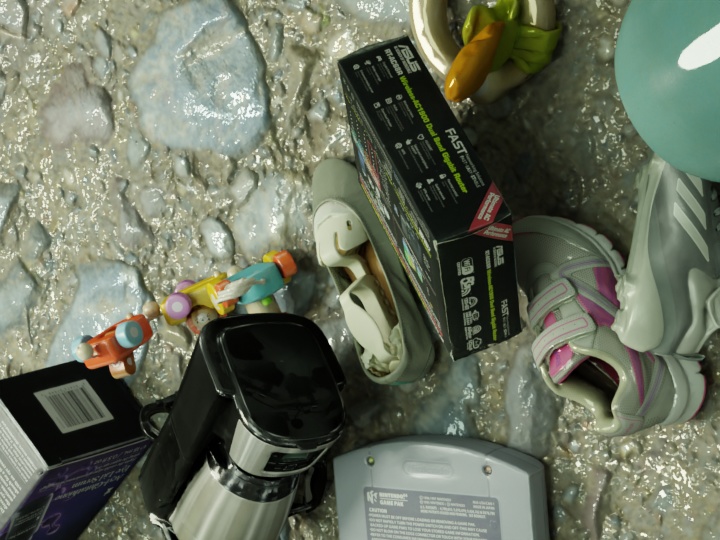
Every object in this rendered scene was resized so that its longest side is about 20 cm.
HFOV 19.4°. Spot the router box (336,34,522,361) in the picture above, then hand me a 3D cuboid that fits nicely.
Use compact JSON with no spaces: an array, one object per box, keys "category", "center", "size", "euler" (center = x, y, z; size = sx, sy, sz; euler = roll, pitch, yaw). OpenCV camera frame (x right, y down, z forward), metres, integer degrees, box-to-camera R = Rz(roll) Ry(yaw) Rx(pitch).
[{"category":"router box","center":[0.053,-0.055,1.581],"size":[0.150,0.062,0.200],"euler":[81,166,-54]}]

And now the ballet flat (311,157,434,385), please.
[{"category":"ballet flat","center":[0.000,0.000,1.715],"size":[0.067,0.064,0.200],"euler":[-30,79,37]}]

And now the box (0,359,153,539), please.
[{"category":"box","center":[-0.308,0.188,1.935],"size":[0.104,0.148,0.200],"euler":[50,125,19]}]

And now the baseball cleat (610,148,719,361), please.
[{"category":"baseball cleat","center":[0.245,-0.034,1.527],"size":[0.106,0.070,0.200],"euler":[13,91,-3]}]

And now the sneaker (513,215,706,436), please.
[{"category":"sneaker","center":[0.166,0.041,1.569],"size":[0.200,0.088,0.081],"euler":[50,138,20]}]

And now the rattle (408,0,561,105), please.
[{"category":"rattle","center":[0.048,-0.217,1.596],"size":[0.200,0.143,0.130],"euler":[59,144,6]}]

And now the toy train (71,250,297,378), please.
[{"category":"toy train","center":[-0.141,0.045,1.784],"size":[0.200,0.150,0.056],"euler":[-18,101,34]}]

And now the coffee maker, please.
[{"category":"coffee maker","center":[-0.111,0.128,1.758],"size":[0.192,0.135,0.200],"euler":[44,133,20]}]

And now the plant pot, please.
[{"category":"plant pot","center":[0.268,-0.149,1.406],"size":[0.161,0.201,0.201],"euler":[-28,81,48]}]

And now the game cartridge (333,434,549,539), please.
[{"category":"game cartridge","center":[0.067,0.202,1.719],"size":[0.200,0.041,0.133],"euler":[1,102,37]}]
